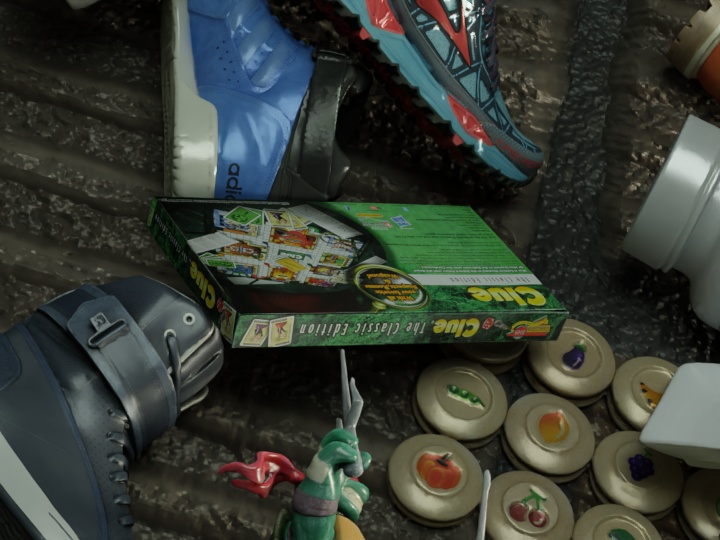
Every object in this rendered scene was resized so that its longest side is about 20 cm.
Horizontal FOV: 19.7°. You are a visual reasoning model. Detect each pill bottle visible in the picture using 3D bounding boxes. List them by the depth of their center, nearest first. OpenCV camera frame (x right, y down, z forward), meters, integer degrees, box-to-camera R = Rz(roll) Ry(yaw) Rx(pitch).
[{"bbox_3d":[0.246,-0.002,1.117,0.199,0.112,0.112,27,51,5],"label":"pill bottle"}]

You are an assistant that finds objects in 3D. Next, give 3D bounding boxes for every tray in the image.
[{"bbox_3d":[0.246,0.081,1.030,0.198,0.022,0.107,4,21,20],"label":"tray"}]

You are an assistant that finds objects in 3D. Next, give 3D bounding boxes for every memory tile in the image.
[{"bbox_3d":[0.120,0.095,1.068,0.198,0.017,0.154,22,51,1],"label":"memory tile"}]

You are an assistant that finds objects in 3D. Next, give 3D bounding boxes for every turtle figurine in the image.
[{"bbox_3d":[0.001,0.148,0.945,0.149,0.100,0.201,38,39,-42],"label":"turtle figurine"}]

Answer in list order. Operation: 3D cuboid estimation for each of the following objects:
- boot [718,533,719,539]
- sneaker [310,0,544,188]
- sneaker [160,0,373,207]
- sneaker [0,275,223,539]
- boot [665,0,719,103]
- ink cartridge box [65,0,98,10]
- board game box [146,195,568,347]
[{"bbox_3d":[0.291,0.167,1.031,0.198,0.072,0.156,-11,61,-29],"label":"boot"},{"bbox_3d":[0.049,-0.131,1.121,0.095,0.079,0.200,-42,115,-1],"label":"sneaker"},{"bbox_3d":[-0.051,-0.115,1.136,0.110,0.077,0.201,3,55,-11],"label":"sneaker"},{"bbox_3d":[-0.105,0.091,0.965,0.145,0.077,0.203,-25,63,-28],"label":"sneaker"},{"bbox_3d":[0.288,-0.149,1.273,0.200,0.075,0.107,-38,74,-26],"label":"boot"},{"bbox_3d":[-0.091,-0.238,1.108,0.199,0.067,0.118,-24,64,4],"label":"ink cartridge box"},{"bbox_3d":[0.000,0.000,1.049,0.198,0.024,0.105,1,31,-34],"label":"board game box"}]
